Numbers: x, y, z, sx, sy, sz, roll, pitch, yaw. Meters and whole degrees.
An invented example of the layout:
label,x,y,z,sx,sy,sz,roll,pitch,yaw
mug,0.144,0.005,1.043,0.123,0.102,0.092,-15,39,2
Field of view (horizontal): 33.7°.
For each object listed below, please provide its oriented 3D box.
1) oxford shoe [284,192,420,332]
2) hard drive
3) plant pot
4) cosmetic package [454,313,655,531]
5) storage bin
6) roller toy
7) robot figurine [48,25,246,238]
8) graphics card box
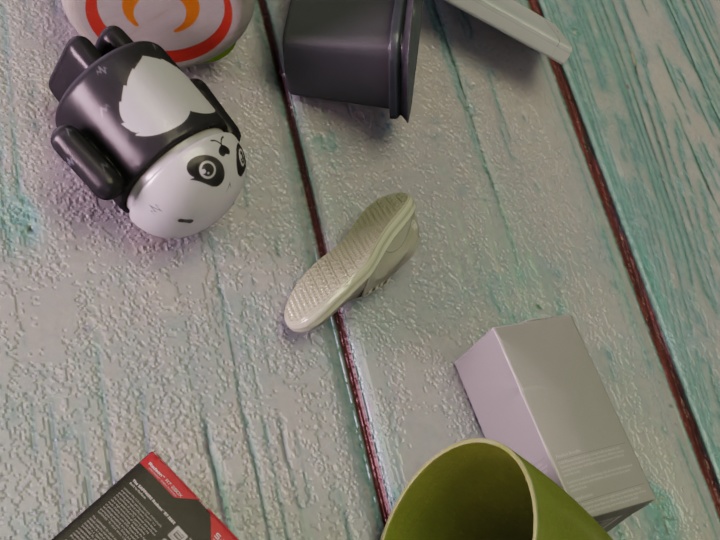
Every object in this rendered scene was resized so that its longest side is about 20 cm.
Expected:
label,x,y,z,sx,sy,sz,roll,pitch,yaw
oxford shoe,0.000,0.000,1.139,0.200,0.075,0.058,-48,126,-39
hard drive,0.153,-0.317,1.417,0.199,0.027,0.132,26,22,-13
plant pot,0.145,0.263,0.992,0.200,0.187,0.188,29,49,-30
cosmetic package,0.182,0.150,1.130,0.106,0.090,0.201,-5,60,-32
storage bin,-0.005,-0.259,1.269,0.134,0.146,0.201,5,54,6
roller toy,-0.192,-0.301,1.140,0.181,0.200,0.140,8,56,-18
robot figurine,-0.191,-0.124,1.066,0.150,0.125,0.200,-39,82,-8
graphics card box,-0.185,0.244,0.881,0.125,0.051,0.200,45,48,3
